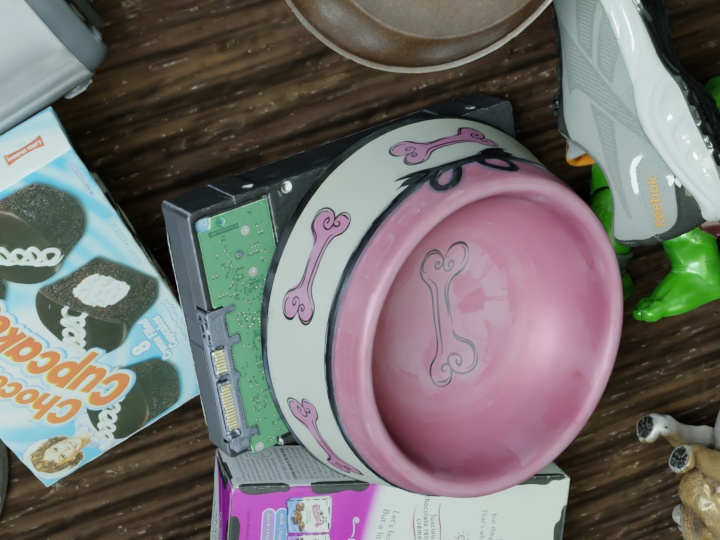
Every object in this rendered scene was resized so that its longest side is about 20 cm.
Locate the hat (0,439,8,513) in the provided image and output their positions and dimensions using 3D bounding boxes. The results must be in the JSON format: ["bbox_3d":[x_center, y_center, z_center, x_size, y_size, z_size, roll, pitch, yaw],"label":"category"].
[{"bbox_3d":[-0.280,0.121,0.825,0.199,0.081,0.203,-5,111,-13],"label":"hat"}]

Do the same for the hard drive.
[{"bbox_3d":[0.000,0.000,0.853,0.199,0.038,0.141,-22,115,-27],"label":"hard drive"}]

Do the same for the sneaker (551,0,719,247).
[{"bbox_3d":[0.123,-0.105,0.819,0.079,0.202,0.074,-30,159,25],"label":"sneaker"}]

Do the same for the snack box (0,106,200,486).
[{"bbox_3d":[-0.155,0.020,0.803,0.116,0.037,0.201,-31,141,-3],"label":"snack box"}]

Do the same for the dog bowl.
[{"bbox_3d":[0.051,0.026,0.827,0.199,0.074,0.202,-10,110,-30],"label":"dog bowl"}]

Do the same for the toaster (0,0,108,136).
[{"bbox_3d":[-0.219,-0.135,0.737,0.129,0.114,0.200,-38,115,3],"label":"toaster"}]

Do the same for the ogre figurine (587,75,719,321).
[{"bbox_3d":[0.199,-0.042,0.880,0.098,0.199,0.121,-22,100,-44],"label":"ogre figurine"}]

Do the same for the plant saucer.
[{"bbox_3d":[0.036,-0.194,0.767,0.034,0.199,0.202,-3,115,-55],"label":"plant saucer"}]

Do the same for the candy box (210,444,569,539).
[{"bbox_3d":[0.013,0.171,0.932,0.198,0.061,0.138,1,108,-15],"label":"candy box"}]

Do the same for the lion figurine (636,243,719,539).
[{"bbox_3d":[0.235,0.079,0.956,0.122,0.072,0.201,25,96,-32],"label":"lion figurine"}]
